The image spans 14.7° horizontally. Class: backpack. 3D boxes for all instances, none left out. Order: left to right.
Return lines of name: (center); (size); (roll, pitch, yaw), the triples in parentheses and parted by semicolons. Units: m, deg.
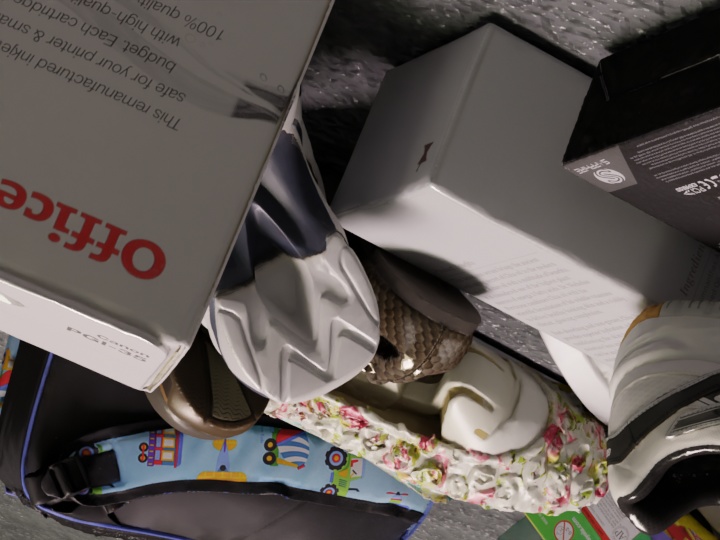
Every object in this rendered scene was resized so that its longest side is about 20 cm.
backpack: (-0.057, 0.046, 1.305); (0.200, 0.183, 0.135); (14, 174, -17)

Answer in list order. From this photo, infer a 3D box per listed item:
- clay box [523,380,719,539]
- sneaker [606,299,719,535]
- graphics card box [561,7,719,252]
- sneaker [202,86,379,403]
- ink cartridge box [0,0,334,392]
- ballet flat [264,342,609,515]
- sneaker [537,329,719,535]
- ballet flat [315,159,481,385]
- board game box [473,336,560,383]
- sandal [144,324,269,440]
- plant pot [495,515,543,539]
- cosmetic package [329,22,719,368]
clay box: (0.144, 0.116, 1.320); (0.200, 0.048, 0.115); (15, -146, -56)
sneaker: (0.183, 0.066, 0.993); (0.200, 0.088, 0.076); (1, 147, 25)
graphics card box: (0.185, -0.023, 0.985); (0.200, 0.051, 0.125); (26, 163, -18)
sneaker: (-0.059, -0.052, 1.058); (0.199, 0.079, 0.130); (65, 168, -12)
ink cartridge box: (-0.090, -0.082, 0.875); (0.146, 0.200, 0.083); (24, 163, -6)
ballet flat: (0.019, 0.050, 1.198); (0.200, 0.076, 0.064); (18, 147, -1)
sneaker: (0.151, 0.041, 1.236); (0.085, 0.073, 0.200); (-28, 130, 26)
ballet flat: (0.000, 0.000, 1.163); (0.067, 0.046, 0.200); (25, -167, -24)
board game box: (0.038, 0.074, 1.497); (0.126, 0.035, 0.200); (28, 162, -21)
sandal: (-0.076, -0.003, 1.153); (0.082, 0.200, 0.055); (26, 128, -32)
plant pot: (0.157, 0.185, 1.486); (0.200, 0.134, 0.200); (35, 166, 10)
cosmetic package: (0.101, -0.012, 1.085); (0.200, 0.071, 0.101); (27, 164, -18)
